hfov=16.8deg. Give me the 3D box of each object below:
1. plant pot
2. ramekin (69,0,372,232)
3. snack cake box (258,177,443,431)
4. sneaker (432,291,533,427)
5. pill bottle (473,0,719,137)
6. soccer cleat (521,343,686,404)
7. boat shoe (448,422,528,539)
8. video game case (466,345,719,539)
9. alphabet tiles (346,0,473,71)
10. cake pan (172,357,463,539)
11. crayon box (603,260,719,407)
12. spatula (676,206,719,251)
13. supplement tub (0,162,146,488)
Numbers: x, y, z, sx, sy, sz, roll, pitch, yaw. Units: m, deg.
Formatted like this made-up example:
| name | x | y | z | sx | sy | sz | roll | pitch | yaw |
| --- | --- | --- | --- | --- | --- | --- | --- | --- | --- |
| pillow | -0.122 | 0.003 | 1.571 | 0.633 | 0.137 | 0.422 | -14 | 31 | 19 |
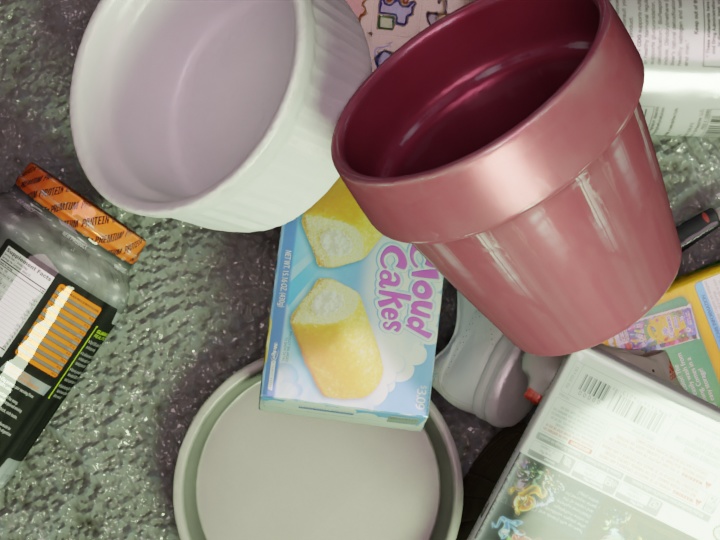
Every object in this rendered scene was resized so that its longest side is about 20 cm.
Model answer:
| name | x | y | z | sx | sy | sz | roll | pitch | yaw |
| --- | --- | --- | --- | --- | --- | --- | --- | --- | --- |
| plant pot | 0.108 | -0.053 | 1.536 | 0.200 | 0.200 | 0.179 | -35 | 117 | -2 |
| ramekin | -0.087 | -0.121 | 1.608 | 0.200 | 0.098 | 0.202 | -13 | 68 | 35 |
| snack cake box | 0.000 | 0.000 | 1.645 | 0.114 | 0.067 | 0.201 | 7 | 78 | -1 |
| sneaker | 0.111 | 0.005 | 1.680 | 0.088 | 0.075 | 0.200 | 24 | 75 | 34 |
| pill bottle | 0.177 | -0.150 | 1.654 | 0.199 | 0.113 | 0.114 | 2 | 90 | -4 |
| soccer cleat | 0.199 | 0.097 | 1.614 | 0.200 | 0.069 | 0.078 | 34 | 87 | -2 |
| boat shoe | 0.095 | 0.207 | 1.680 | 0.066 | 0.072 | 0.202 | 26 | 75 | -29 |
| video game case | 0.185 | 0.166 | 1.576 | 0.199 | 0.023 | 0.182 | 26 | 102 | -5 |
| alphabet tiles | 0.006 | -0.148 | 1.700 | 0.199 | 0.008 | 0.168 | 5 | 90 | -3 |
| cake pan | -0.029 | 0.152 | 1.684 | 0.199 | 0.037 | 0.202 | 0 | 90 | -3 |
| crayon box | 0.256 | 0.058 | 1.683 | 0.199 | 0.052 | 0.126 | -22 | 91 | -3 |
| spatula | 0.263 | -0.042 | 1.697 | 0.199 | 0.057 | 0.021 | -27 | 136 | 4 |
| supplement tub | -0.237 | 0.036 | 1.632 | 0.122 | 0.123 | 0.200 | 35 | 88 | -2 |
